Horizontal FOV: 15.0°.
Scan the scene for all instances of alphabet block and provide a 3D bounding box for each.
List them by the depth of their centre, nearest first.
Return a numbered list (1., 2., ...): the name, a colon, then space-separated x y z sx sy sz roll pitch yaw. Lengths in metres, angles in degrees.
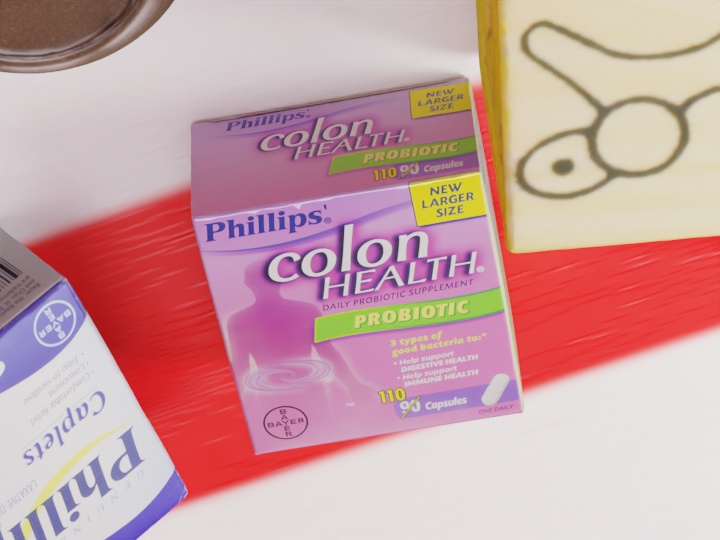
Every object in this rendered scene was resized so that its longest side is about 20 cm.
1. alphabet block: 0.168 -0.144 1.521 0.199 0.197 0.196 -4 128 0

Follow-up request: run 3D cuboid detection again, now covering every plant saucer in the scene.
1. plant saucer: -0.194 -0.188 1.568 0.199 0.032 0.201 -1 130 -1

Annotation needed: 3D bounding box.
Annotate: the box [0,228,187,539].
1. box: -0.234 0.111 1.709 0.184 0.105 0.200 -40 130 -17

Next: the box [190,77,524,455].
1. box: 0.000 0.000 1.693 0.175 0.097 0.200 -9 129 4
